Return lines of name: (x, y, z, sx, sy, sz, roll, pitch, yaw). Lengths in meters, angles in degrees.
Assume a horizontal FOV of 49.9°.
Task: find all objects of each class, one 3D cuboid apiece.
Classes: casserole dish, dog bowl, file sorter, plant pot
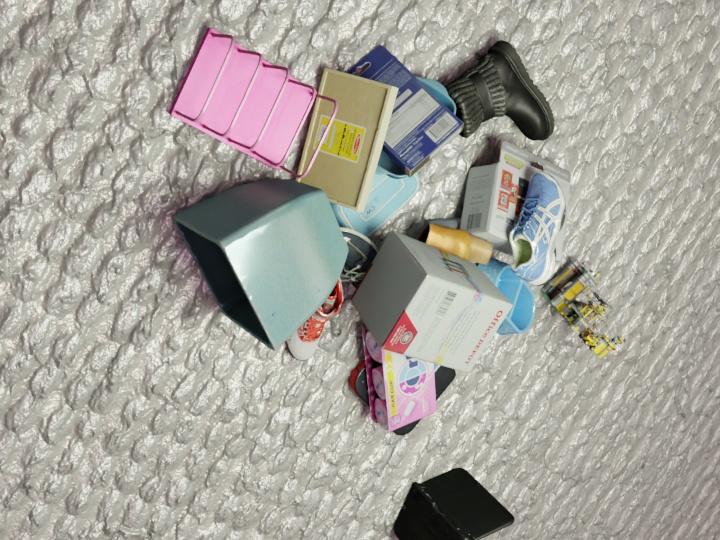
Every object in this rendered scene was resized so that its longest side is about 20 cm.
casserole dish: (0.026, -0.133, 1.331, 0.200, 0.039, 0.122, -42, 122, -9)
dog bowl: (0.285, 0.054, 1.513, 0.200, 0.049, 0.113, 43, 64, -45)
file sorter: (-0.152, -0.242, 1.148, 0.198, 0.125, 0.141, 24, 95, -33)
casserole dish: (0.074, -0.233, 1.287, 0.201, 0.120, 0.039, -53, 169, -17)
plant pot: (-0.137, -0.036, 1.202, 0.199, 0.195, 0.198, -36, 122, -22)

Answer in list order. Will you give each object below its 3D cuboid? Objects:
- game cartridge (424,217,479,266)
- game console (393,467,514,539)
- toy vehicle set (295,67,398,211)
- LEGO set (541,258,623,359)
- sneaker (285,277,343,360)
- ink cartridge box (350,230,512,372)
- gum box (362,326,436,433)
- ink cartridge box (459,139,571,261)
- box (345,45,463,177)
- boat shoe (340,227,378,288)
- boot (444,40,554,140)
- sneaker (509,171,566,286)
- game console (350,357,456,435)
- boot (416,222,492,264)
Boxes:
game cartridge: (0.173, 0.001, 1.474, 0.131, 0.041, 0.204, -4, 110, -24)
game console: (0.185, 0.518, 1.570, 0.115, 0.200, 0.178, 20, 98, -32)
toy vehicle set: (-0.026, -0.209, 1.237, 0.026, 0.123, 0.203, -11, 120, -66)
LEGO set: (0.470, 0.071, 1.575, 0.116, 0.201, 0.154, -42, 110, 12)
sneaker: (-0.080, 0.076, 1.315, 0.066, 0.108, 0.205, -2, 109, -27)
ink cartridge box: (0.117, 0.054, 1.283, 0.198, 0.145, 0.147, 20, 111, -34)
gum box: (0.074, 0.191, 1.437, 0.112, 0.066, 0.204, -17, 112, -29)
ink cartridge box: (0.294, -0.125, 1.452, 0.198, 0.083, 0.179, 18, 78, -33)
box: (0.057, -0.262, 1.256, 0.121, 0.032, 0.200, -41, 78, -9)
boat shoe: (0.000, 0.000, 1.337, 0.200, 0.074, 0.063, 52, 43, -48)
boot: (0.242, -0.280, 1.379, 0.158, 0.079, 0.212, -46, 113, -15)
sneaker: (0.308, -0.078, 1.362, 0.076, 0.075, 0.204, 12, 80, -39)
game console: (0.085, 0.209, 1.503, 0.177, 0.031, 0.200, -45, 124, -7)
boot: (0.142, 0.013, 1.411, 0.142, 0.071, 0.204, 12, 116, -15)
